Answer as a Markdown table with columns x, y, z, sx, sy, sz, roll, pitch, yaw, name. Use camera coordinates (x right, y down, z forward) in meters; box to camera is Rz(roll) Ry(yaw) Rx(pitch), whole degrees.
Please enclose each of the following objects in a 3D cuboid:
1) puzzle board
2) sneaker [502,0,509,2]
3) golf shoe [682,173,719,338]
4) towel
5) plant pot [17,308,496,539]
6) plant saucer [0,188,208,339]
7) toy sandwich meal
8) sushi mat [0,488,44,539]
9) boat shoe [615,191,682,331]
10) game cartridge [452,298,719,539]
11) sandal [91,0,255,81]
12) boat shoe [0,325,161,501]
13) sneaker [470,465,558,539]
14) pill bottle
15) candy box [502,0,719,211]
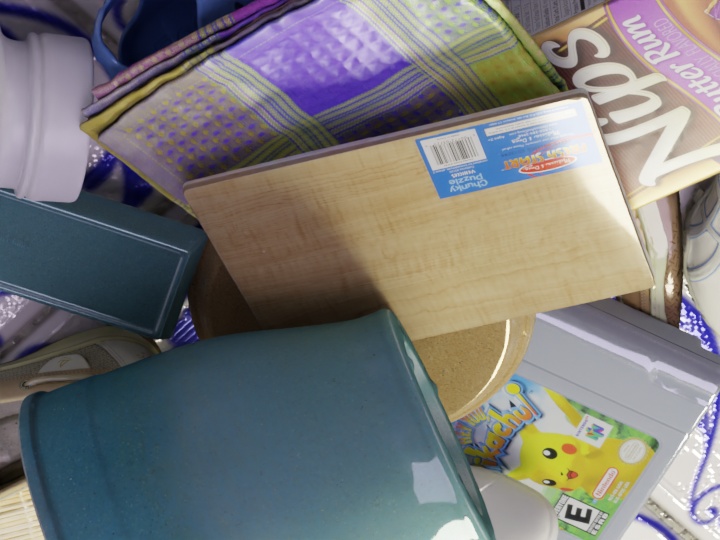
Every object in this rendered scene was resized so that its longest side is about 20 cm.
| x | y | z | sx | sy | sz | roll | pitch | yaw | name |
| --- | --- | --- | --- | --- | --- | --- | --- | --- | --- |
| 0.032 | -0.020 | 1.164 | 0.200 | 0.017 | 0.151 | -13 | 139 | 12 | puzzle board |
| 0.100 | -0.206 | 1.152 | 0.083 | 0.071 | 0.200 | 5 | 125 | -22 | sneaker |
| 0.223 | -0.021 | 1.287 | 0.078 | 0.097 | 0.200 | -12 | 126 | -7 | golf shoe |
| -0.016 | -0.078 | 1.123 | 0.200 | 0.023 | 0.144 | -25 | 136 | 23 | towel |
| -0.042 | 0.114 | 1.176 | 0.188 | 0.200 | 0.200 | -25 | 125 | 4 | plant pot |
| -0.183 | -0.019 | 1.220 | 0.200 | 0.019 | 0.070 | 18 | 118 | -8 | plant saucer |
| 0.000 | 0.000 | 1.260 | 0.205 | 0.070 | 0.205 | 3 | 126 | 4 | toy sandwich meal |
| -0.193 | 0.139 | 1.352 | 0.200 | 0.012 | 0.096 | -14 | 126 | -3 | sushi mat |
| 0.132 | -0.048 | 1.275 | 0.076 | 0.072 | 0.200 | -5 | 120 | 9 | boat shoe |
| 0.105 | 0.093 | 1.331 | 0.133 | 0.040 | 0.200 | 26 | 131 | 0 | game cartridge |
| -0.057 | -0.142 | 1.124 | 0.200 | 0.080 | 0.087 | -46 | 164 | 27 | sandal |
| -0.199 | 0.092 | 1.282 | 0.200 | 0.063 | 0.073 | -19 | 113 | 0 | boat shoe |
| 0.009 | 0.133 | 1.299 | 0.200 | 0.073 | 0.085 | 6 | 165 | 6 | sneaker |
| -0.233 | -0.081 | 1.138 | 0.200 | 0.111 | 0.111 | 4 | 122 | -14 | pill bottle |
| 0.153 | -0.104 | 1.162 | 0.200 | 0.057 | 0.117 | -24 | 122 | 18 | candy box |
